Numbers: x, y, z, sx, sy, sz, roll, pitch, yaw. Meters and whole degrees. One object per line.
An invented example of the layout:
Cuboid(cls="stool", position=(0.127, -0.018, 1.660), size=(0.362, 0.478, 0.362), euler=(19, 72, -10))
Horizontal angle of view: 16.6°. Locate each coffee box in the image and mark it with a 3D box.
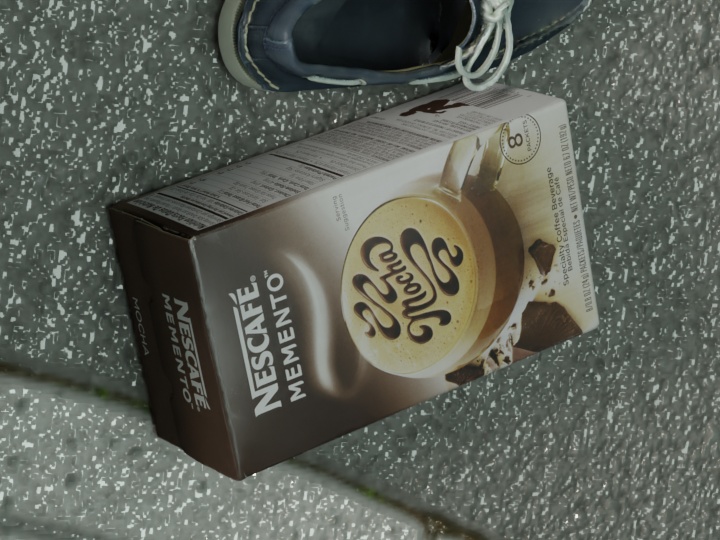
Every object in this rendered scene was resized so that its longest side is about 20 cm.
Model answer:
Cuboid(cls="coffee box", position=(0.000, 0.000, 1.099), size=(0.199, 0.080, 0.114), euler=(-22, 112, -28))

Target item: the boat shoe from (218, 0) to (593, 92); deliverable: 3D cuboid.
Cuboid(cls="boat shoe", position=(0.034, -0.119, 1.106), size=(0.199, 0.062, 0.076), euler=(-9, 103, -32))
